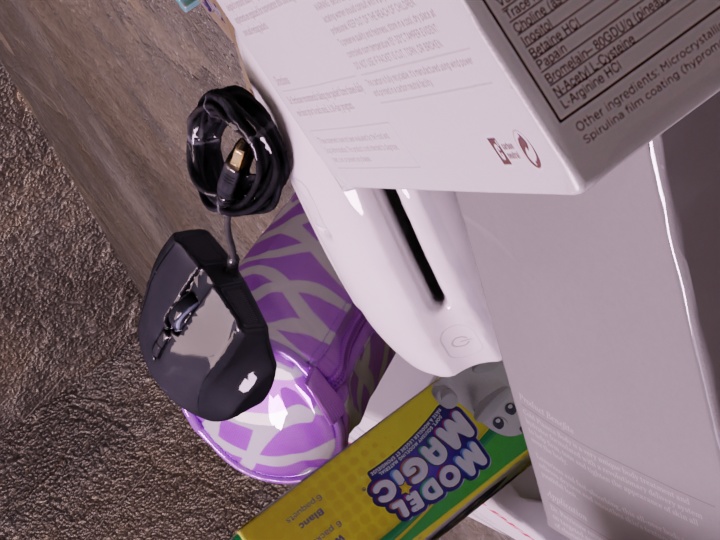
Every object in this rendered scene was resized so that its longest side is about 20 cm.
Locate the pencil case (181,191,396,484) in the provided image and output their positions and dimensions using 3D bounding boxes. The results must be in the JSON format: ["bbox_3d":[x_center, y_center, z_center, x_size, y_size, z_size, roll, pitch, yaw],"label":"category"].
[{"bbox_3d":[0.000,0.000,0.859,0.085,0.201,0.084,-8,125,38],"label":"pencil case"}]

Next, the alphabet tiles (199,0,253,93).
[{"bbox_3d":[-0.039,-0.098,1.057,0.168,0.008,0.200,51,170,18],"label":"alphabet tiles"}]

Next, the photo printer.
[{"bbox_3d":[0.011,-0.076,0.698,0.201,0.069,0.167,-91,-20,-52],"label":"photo printer"}]

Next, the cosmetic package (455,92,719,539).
[{"bbox_3d":[0.096,0.003,0.614,0.107,0.090,0.201,29,142,47],"label":"cosmetic package"}]

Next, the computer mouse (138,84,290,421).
[{"bbox_3d":[-0.053,0.000,0.694,0.059,0.034,0.201,56,159,22],"label":"computer mouse"}]

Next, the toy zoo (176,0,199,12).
[{"bbox_3d":[-0.146,-0.246,1.279,0.131,0.020,0.201,41,164,55],"label":"toy zoo"}]

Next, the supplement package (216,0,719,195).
[{"bbox_3d":[0.019,-0.138,0.436,0.201,0.147,0.191,56,170,-10],"label":"supplement package"}]

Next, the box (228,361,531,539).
[{"bbox_3d":[0.021,0.081,0.789,0.049,0.199,0.117,54,169,10],"label":"box"}]

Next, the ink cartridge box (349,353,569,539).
[{"bbox_3d":[0.047,0.067,1.031,0.145,0.084,0.200,37,170,-26],"label":"ink cartridge box"}]
